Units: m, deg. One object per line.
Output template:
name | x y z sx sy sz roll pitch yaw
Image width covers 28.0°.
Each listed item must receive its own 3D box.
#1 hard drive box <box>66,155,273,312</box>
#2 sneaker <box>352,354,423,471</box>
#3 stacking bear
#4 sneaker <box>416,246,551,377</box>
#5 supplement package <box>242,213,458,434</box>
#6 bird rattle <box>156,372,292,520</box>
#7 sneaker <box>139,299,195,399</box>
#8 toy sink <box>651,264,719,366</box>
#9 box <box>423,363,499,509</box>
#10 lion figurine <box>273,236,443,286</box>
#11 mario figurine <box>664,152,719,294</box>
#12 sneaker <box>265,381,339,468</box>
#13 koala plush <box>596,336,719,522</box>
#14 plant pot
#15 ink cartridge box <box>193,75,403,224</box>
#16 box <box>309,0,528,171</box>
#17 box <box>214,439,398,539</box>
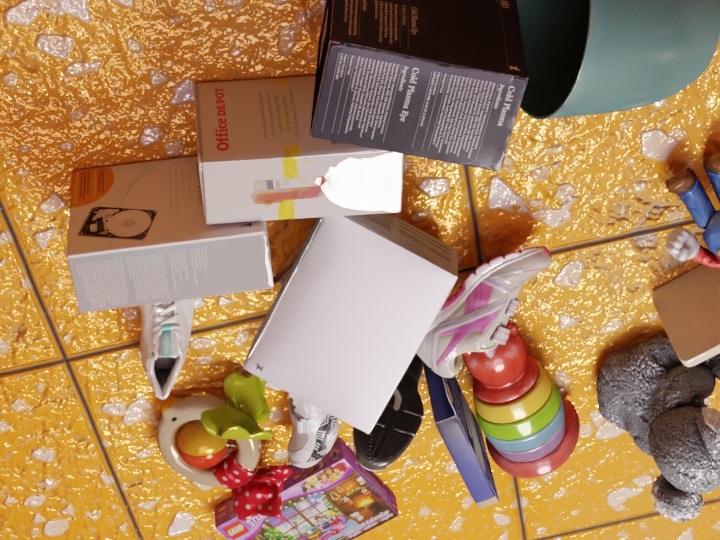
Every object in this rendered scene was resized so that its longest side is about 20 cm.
hard drive box | -0.196 -0.043 1.489 0.199 0.156 0.077 -7 128 -4
sneaker | 0.025 0.177 1.679 0.075 0.201 0.116 19 132 -1
stacking bear | 0.182 0.144 1.736 0.121 0.114 0.200 -22 124 8
sneaker | 0.143 0.048 1.638 0.200 0.081 0.088 -39 82 13
supplement package | -0.009 0.041 1.539 0.155 0.111 0.201 28 105 -4
bird rattle | -0.165 0.211 1.752 0.162 0.113 0.201 8 133 11
sneaker | -0.215 0.055 1.607 0.075 0.089 0.201 -1 128 -6
toy sink | 0.466 0.054 1.692 0.199 0.131 0.112 -30 127 13
box | 0.114 0.179 1.739 0.032 0.121 0.200 -19 128 7
lion figurine | 0.000 0.000 1.612 0.199 0.073 0.123 17 114 -16
mario figurine | 0.416 -0.030 1.578 0.106 0.201 0.123 -26 177 -43
sneaker | -0.073 0.143 1.713 0.114 0.075 0.200 16 119 -20
koala plush | 0.388 0.192 1.743 0.183 0.200 0.178 13 125 -19
plant pot | 0.247 -0.245 1.384 0.160 0.201 0.201 -2 129 -18
ink cartridge box | -0.064 -0.125 1.453 0.199 0.145 0.084 -4 130 -6
box | 0.053 -0.201 1.360 0.181 0.200 0.104 10 126 -5
box | -0.070 0.312 1.867 0.199 0.039 0.137 -30 126 15
